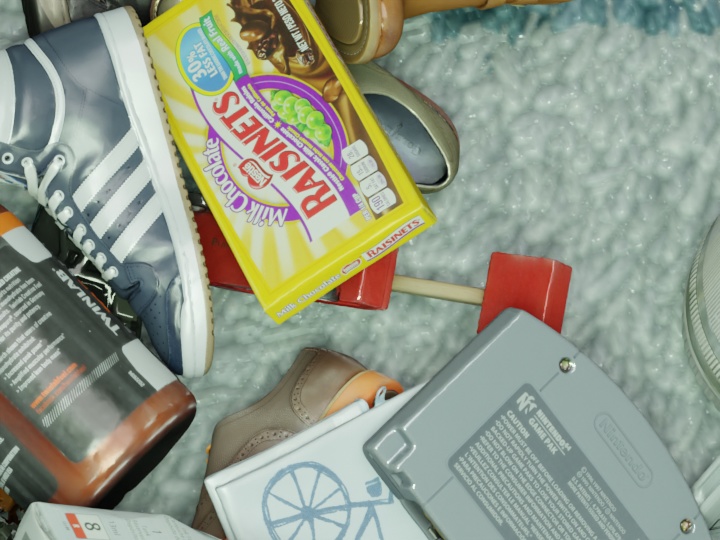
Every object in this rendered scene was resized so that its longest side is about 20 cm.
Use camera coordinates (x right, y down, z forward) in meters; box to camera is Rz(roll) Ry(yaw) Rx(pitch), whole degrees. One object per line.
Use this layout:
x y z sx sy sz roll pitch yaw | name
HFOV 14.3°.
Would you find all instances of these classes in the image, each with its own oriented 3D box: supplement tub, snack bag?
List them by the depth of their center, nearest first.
-0.187 0.037 1.491 0.200 0.107 0.107 45 69 5 | supplement tub
0.034 0.152 1.549 0.200 0.021 0.189 -27 101 -21 | snack bag

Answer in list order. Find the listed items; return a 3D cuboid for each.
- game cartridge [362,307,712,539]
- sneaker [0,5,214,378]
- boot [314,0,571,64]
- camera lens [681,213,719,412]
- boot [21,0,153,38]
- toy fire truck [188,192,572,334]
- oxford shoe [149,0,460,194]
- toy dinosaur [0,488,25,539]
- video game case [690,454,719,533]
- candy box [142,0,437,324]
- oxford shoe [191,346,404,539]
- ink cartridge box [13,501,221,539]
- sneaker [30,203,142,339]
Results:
0.105 0.125 1.550 0.133 0.040 0.200 -41 107 -15 | game cartridge
-0.147 -0.031 1.513 0.108 0.070 0.200 -14 86 -13 | sneaker
0.051 -0.165 1.644 0.155 0.200 0.077 11 113 -13 | boot
0.272 0.004 1.587 0.160 0.200 0.160 3 69 -9 | camera lens
-0.128 -0.225 1.671 0.150 0.073 0.200 -5 75 -10 | boot
0.000 0.000 1.594 0.200 0.141 0.049 8 85 34 | toy fire truck
-0.027 -0.108 1.622 0.200 0.074 0.071 27 97 -9 | oxford shoe
-0.214 0.137 1.488 0.200 0.102 0.136 -15 57 -28 | toy dinosaur
0.285 0.094 1.565 0.200 0.182 0.023 -9 70 -13 | video game case
-0.046 -0.076 1.544 0.102 0.026 0.200 -35 59 8 | candy box
-0.061 0.127 1.567 0.073 0.071 0.200 29 68 32 | oxford shoe
-0.105 0.199 1.459 0.200 0.162 0.050 8 28 -39 | ink cartridge box
-0.151 0.001 1.588 0.075 0.079 0.200 18 87 -8 | sneaker
